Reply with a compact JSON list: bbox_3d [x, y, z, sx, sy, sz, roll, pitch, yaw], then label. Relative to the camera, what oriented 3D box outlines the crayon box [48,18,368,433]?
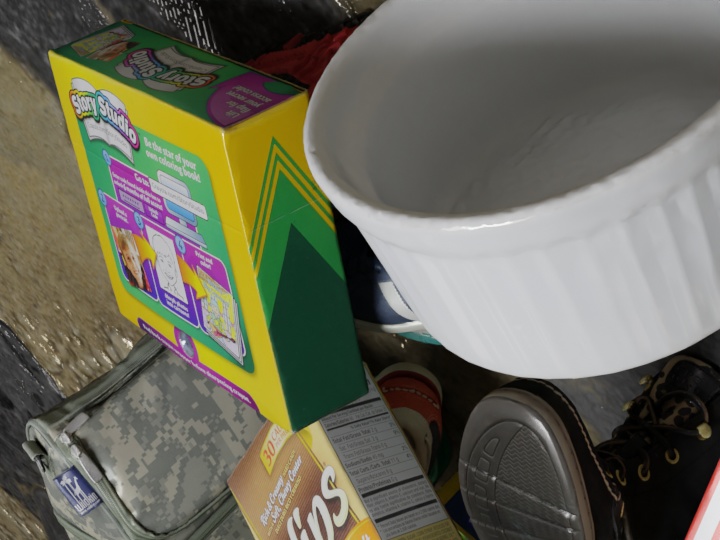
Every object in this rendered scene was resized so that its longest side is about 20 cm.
[{"bbox_3d":[-0.085,-0.030,0.802,0.199,0.058,0.175,28,135,49],"label":"crayon box"}]

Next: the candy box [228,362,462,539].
[{"bbox_3d":[0.006,0.169,0.828,0.201,0.055,0.116,59,140,23],"label":"candy box"}]

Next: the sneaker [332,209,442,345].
[{"bbox_3d":[0.000,0.000,0.876,0.198,0.072,0.080,24,158,29],"label":"sneaker"}]

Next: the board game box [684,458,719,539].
[{"bbox_3d":[0.228,0.138,0.676,0.151,0.046,0.202,29,115,27],"label":"board game box"}]

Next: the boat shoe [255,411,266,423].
[{"bbox_3d":[-0.043,0.082,0.966,0.056,0.069,0.201,-28,106,20],"label":"boat shoe"}]

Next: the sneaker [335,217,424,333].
[{"bbox_3d":[0.043,-0.013,0.763,0.198,0.076,0.085,4,151,28],"label":"sneaker"}]

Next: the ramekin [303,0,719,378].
[{"bbox_3d":[0.085,-0.052,0.584,0.199,0.201,0.098,13,143,43],"label":"ramekin"}]

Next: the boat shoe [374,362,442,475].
[{"bbox_3d":[0.005,0.154,0.930,0.070,0.063,0.202,16,120,-4],"label":"boat shoe"}]

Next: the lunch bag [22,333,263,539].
[{"bbox_3d":[-0.126,0.117,1.026,0.139,0.200,0.169,20,141,44],"label":"lunch bag"}]

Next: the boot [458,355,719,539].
[{"bbox_3d":[0.129,0.098,0.736,0.073,0.151,0.202,15,138,42],"label":"boot"}]

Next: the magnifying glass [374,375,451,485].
[{"bbox_3d":[0.032,0.152,1.044,0.079,0.022,0.202,26,144,32],"label":"magnifying glass"}]

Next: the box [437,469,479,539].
[{"bbox_3d":[0.074,0.203,1.002,0.064,0.070,0.201,37,147,20],"label":"box"}]

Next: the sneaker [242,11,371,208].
[{"bbox_3d":[-0.004,-0.079,0.790,0.096,0.079,0.199,51,159,-23],"label":"sneaker"}]
